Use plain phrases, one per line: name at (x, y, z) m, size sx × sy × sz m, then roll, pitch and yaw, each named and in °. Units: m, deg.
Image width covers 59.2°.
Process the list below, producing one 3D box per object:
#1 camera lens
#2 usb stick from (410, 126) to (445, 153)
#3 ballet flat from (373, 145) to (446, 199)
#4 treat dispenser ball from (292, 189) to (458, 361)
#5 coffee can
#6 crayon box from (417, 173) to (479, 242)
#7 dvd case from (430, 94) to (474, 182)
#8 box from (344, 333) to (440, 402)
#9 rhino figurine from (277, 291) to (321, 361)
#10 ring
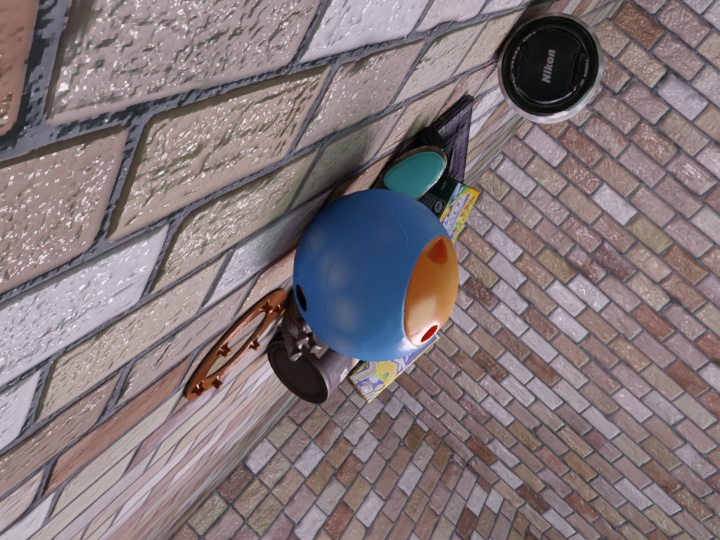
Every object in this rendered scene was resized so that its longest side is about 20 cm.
camera lens at (0.312, -0.327, 1.045) m, size 0.161 × 0.160 × 0.200 m, roll -51°, pitch 174°, yaw 20°
usb stick at (0.074, -0.139, 0.990) m, size 0.032 × 0.056 × 0.201 m, roll -8°, pitch 151°, yaw -29°
ballet flat at (0.048, -0.118, 0.931) m, size 0.200 × 0.067 × 0.076 m, roll -46°, pitch -162°, yaw 28°
treat dispenser ball at (0.018, 0.006, 0.754) m, size 0.201 × 0.200 × 0.201 m, roll -48°, pitch 174°, yaw -7°
coffee can at (-0.062, 0.132, 1.219) m, size 0.200 × 0.146 × 0.147 m, roll -45°, pitch 173°, yaw -37°
crayon box at (0.131, -0.086, 1.019) m, size 0.127 × 0.051 × 0.200 m, roll -64°, pitch 163°, yaw 12°
dvd case at (0.140, -0.173, 1.065) m, size 0.149 × 0.016 × 0.202 m, roll -45°, pitch 149°, yaw -35°
box at (0.061, 0.167, 1.269) m, size 0.199 × 0.070 × 0.064 m, roll -40°, pitch -165°, yaw -15°
rhino figurine at (-0.099, 0.093, 1.029) m, size 0.059 × 0.089 × 0.200 m, roll -10°, pitch 159°, yaw -21°
ring at (-0.169, 0.108, 0.894) m, size 0.201 × 0.019 × 0.200 m, roll -49°, pitch 175°, yaw -6°
